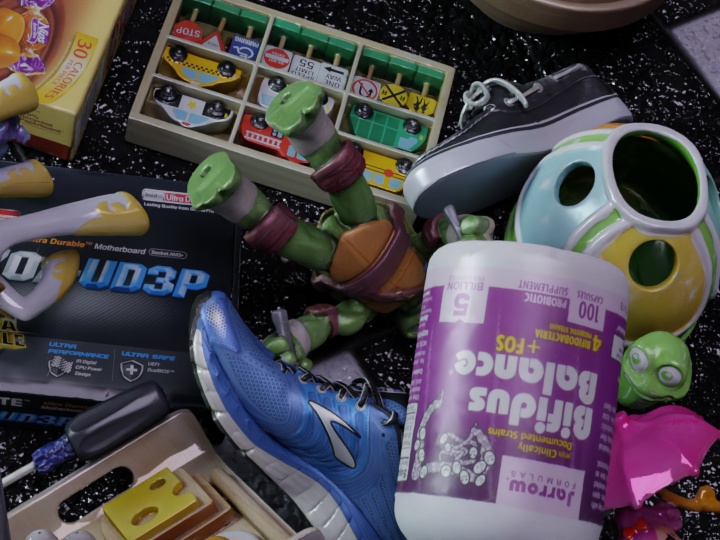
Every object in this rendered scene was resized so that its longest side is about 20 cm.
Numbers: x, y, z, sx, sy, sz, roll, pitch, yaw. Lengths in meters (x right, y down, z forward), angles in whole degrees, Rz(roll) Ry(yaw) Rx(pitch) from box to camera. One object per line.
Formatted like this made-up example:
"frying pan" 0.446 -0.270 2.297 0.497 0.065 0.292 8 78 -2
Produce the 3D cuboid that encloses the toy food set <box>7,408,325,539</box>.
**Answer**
"toy food set" -0.115 0.143 0.978 0.143 0.061 0.200 -31 25 -14

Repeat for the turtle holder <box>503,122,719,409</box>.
"turtle holder" 0.159 -0.009 1.175 0.140 0.132 0.186 27 56 2

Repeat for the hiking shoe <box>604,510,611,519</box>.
"hiking shoe" 0.113 0.212 1.058 0.100 0.076 0.201 4 57 -8

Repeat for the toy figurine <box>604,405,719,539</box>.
"toy figurine" 0.197 0.160 1.061 0.183 0.150 0.202 21 80 -14

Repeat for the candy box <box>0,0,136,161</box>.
"candy box" -0.211 -0.179 1.233 0.116 0.057 0.201 18 57 -3

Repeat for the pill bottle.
"pill bottle" 0.078 0.093 0.995 0.111 0.112 0.202 9 80 -8

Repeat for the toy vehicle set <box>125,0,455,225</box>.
"toy vehicle set" -0.044 -0.111 1.251 0.198 0.027 0.125 17 56 -4

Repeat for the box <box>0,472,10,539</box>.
"box" -0.199 0.173 0.928 0.044 0.200 0.161 -4 59 -17

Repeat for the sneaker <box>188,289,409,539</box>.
"sneaker" -0.020 0.082 1.053 0.089 0.079 0.200 -40 105 6

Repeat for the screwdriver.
"screwdriver" -0.195 0.118 1.044 0.199 0.029 0.028 -31 110 -14

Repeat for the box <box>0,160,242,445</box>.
"box" -0.172 0.016 1.126 0.198 0.046 0.160 7 58 -10

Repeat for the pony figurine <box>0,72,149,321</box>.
"pony figurine" -0.246 -0.036 1.039 0.193 0.167 0.200 48 46 10

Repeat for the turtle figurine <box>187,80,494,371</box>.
"turtle figurine" 0.000 0.000 1.095 0.194 0.143 0.201 45 41 -28

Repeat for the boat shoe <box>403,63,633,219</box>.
"boat shoe" 0.095 -0.094 1.238 0.198 0.074 0.068 -24 71 -33

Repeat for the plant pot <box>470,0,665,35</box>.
"plant pot" 0.130 -0.234 1.334 0.199 0.093 0.202 7 56 -10
